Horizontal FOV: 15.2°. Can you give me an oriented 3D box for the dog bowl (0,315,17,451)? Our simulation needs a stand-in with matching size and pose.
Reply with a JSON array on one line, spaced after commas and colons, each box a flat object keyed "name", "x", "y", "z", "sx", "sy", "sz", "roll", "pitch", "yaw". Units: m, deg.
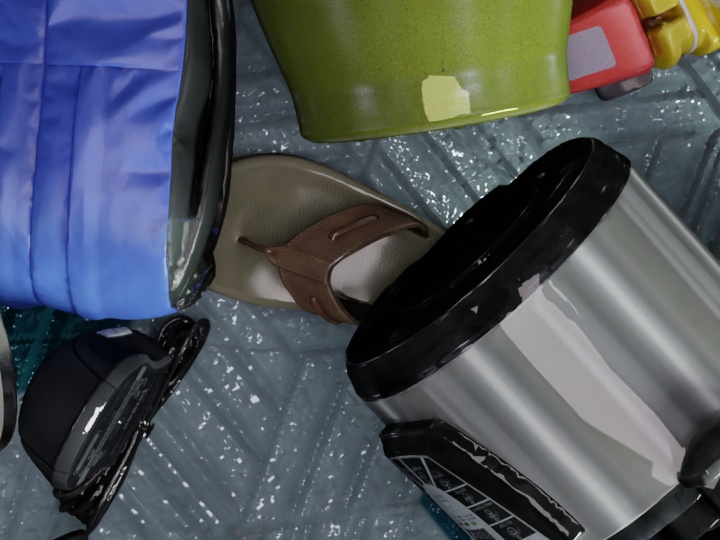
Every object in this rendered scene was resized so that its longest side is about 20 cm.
[{"name": "dog bowl", "x": -0.242, "y": 0.010, "z": 1.255, "sx": 0.074, "sy": 0.200, "sz": 0.200, "roll": -27, "pitch": 102, "yaw": -27}]

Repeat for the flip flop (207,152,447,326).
[{"name": "flip flop", "x": 0.000, "y": 0.000, "z": 1.361, "sx": 0.200, "sy": 0.058, "sz": 0.081, "roll": 23, "pitch": 95, "yaw": -10}]

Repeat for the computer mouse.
[{"name": "computer mouse", "x": -0.141, "y": 0.084, "z": 1.297, "sx": 0.046, "sy": 0.200, "sz": 0.141, "roll": 31, "pitch": 100, "yaw": 6}]

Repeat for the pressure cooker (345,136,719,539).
[{"name": "pressure cooker", "x": 0.115, "y": 0.059, "z": 1.281, "sx": 0.179, "sy": 0.176, "sz": 0.200, "roll": -37, "pitch": 102, "yaw": 29}]

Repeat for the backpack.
[{"name": "backpack", "x": -0.139, "y": -0.076, "z": 1.277, "sx": 0.168, "sy": 0.163, "sz": 0.200, "roll": -1, "pitch": 88, "yaw": 5}]

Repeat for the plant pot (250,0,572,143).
[{"name": "plant pot", "x": 0.020, "y": -0.162, "z": 1.261, "sx": 0.200, "sy": 0.200, "sz": 0.193, "roll": -9, "pitch": 96, "yaw": -5}]

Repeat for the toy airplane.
[{"name": "toy airplane", "x": 0.201, "y": -0.149, "z": 1.321, "sx": 0.200, "sy": 0.141, "sz": 0.199, "roll": 21, "pitch": 95, "yaw": -9}]
